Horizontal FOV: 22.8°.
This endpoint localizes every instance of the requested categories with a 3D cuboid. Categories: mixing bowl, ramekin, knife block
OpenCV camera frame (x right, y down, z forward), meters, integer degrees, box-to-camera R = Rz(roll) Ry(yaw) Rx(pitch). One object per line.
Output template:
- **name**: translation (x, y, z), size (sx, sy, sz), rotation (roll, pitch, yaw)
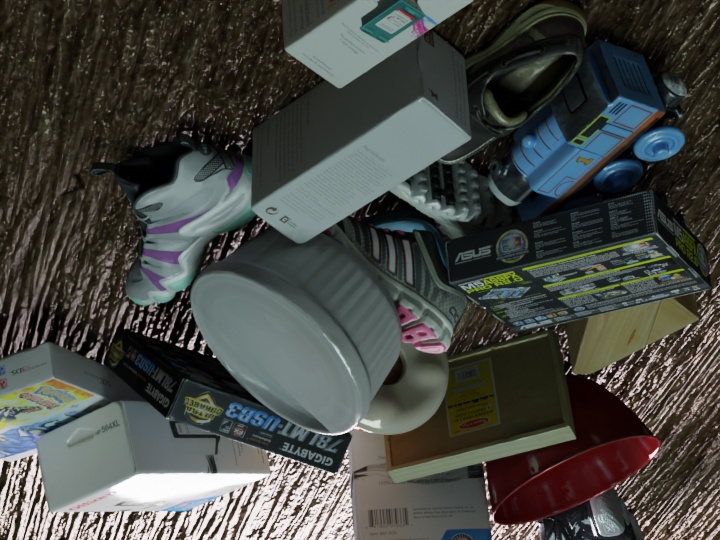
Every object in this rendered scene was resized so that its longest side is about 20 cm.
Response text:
- **mixing bowl**: translation (0.211, 0.183, 1.930), size (0.200, 0.108, 0.200), rotation (-21, 157, -10)
- **ramekin**: translation (-0.052, 0.048, 1.634), size (0.202, 0.094, 0.202), rotation (30, 148, 22)
- **knife block**: translation (0.246, 0.009, 1.764), size (0.200, 0.064, 0.176), rotation (-30, 136, 30)

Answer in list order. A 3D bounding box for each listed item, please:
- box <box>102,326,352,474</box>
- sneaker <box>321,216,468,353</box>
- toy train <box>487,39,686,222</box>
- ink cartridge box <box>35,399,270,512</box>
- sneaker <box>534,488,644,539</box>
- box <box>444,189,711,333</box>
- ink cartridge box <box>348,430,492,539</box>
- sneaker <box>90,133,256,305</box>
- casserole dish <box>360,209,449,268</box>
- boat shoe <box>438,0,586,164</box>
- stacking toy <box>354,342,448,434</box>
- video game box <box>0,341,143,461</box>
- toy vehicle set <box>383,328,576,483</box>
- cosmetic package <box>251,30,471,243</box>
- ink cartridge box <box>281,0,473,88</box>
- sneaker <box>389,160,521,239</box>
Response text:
- **box**: translation (-0.135, 0.128, 1.788), size (0.200, 0.198, 0.050), rotation (21, 92, -30)
- **sneaker**: translation (0.022, -0.014, 1.651), size (0.200, 0.087, 0.074), rotation (40, 151, 1)
- **toy train**: translation (0.195, -0.113, 1.569), size (0.114, 0.087, 0.200), rotation (15, 138, -35)
- **ink cartridge box**: translation (-0.219, 0.199, 1.887), size (0.146, 0.084, 0.200), rotation (-27, 159, 37)
- **sneaker**: translation (0.282, 0.333, 2.191), size (0.114, 0.076, 0.200), rotation (-18, 135, 17)
- **box**: translation (0.201, -0.005, 1.628), size (0.200, 0.044, 0.160), rotation (-15, 154, 25)
- **ink cartridge box**: translation (0.063, 0.254, 1.955), size (0.144, 0.200, 0.084), rotation (-2, 145, -4)
- **sneaker**: translation (-0.193, -0.057, 1.626), size (0.140, 0.078, 0.200), rotation (25, 124, -31)
- **casserole dish**: translation (0.000, 0.000, 1.725), size (0.200, 0.039, 0.121), rotation (-14, 124, 10)
- **boat shoe**: translation (0.118, -0.152, 1.531), size (0.073, 0.065, 0.200), rotation (25, 133, -22)
- **stacking toy**: translation (-0.008, 0.122, 1.855), size (0.146, 0.146, 0.200), rotation (10, 156, -19)
- **video game box**: translation (-0.343, 0.139, 1.843), size (0.182, 0.047, 0.200), rotation (-21, 158, 17)
- **toy vehicle set**: translation (0.120, 0.142, 1.875), size (0.200, 0.124, 0.027), rotation (-15, 142, 14)
- **cosmetic package**: translation (-0.002, -0.118, 1.537), size (0.200, 0.102, 0.074), rotation (-29, 134, 30)
- **ink cartridge box**: translation (0.033, -0.242, 1.364), size (0.200, 0.116, 0.067), rotation (-31, 135, 29)
- **sneaker**: translation (0.087, -0.062, 1.651), size (0.200, 0.075, 0.081), rotation (21, 146, -28)
